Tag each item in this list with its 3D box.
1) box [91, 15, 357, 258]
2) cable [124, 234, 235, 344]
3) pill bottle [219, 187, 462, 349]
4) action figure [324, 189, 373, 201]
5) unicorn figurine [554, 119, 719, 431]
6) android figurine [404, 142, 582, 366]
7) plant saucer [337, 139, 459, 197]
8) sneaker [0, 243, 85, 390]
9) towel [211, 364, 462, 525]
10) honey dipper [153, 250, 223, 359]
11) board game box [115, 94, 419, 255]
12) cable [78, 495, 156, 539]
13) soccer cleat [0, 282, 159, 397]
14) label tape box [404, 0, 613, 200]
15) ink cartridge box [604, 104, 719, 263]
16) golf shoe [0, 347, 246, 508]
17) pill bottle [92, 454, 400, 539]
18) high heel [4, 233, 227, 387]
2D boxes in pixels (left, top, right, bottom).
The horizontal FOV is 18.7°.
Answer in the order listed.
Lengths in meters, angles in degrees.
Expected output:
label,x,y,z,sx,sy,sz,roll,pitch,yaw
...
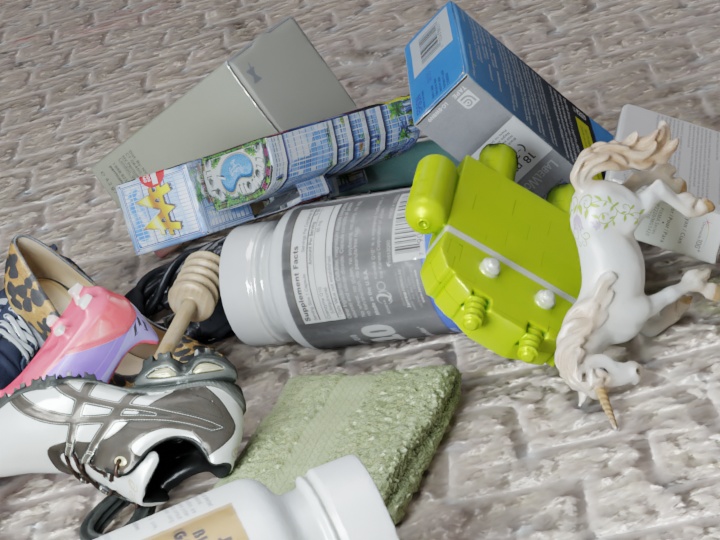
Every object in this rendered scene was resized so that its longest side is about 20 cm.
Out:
label,x,y,z,sx,sy,sz,roll,pitch,yaw
box,-0.123,-0.119,1.981,0.200,0.109,0.128,-33,7,37
cable,-0.133,0.023,1.828,0.163,0.051,0.200,-4,27,46
pill bottle,0.000,0.000,1.668,0.199,0.114,0.114,-8,23,25
action figure,-0.010,-0.036,1.798,0.199,0.055,0.118,-12,4,-27
unicorn figurine,0.183,0.006,1.502,0.137,0.201,0.074,-11,-10,-29
android figurine,0.110,-0.010,1.556,0.041,0.181,0.200,-53,10,37
plant saucer,0.044,-0.091,1.906,0.199,0.036,0.200,-10,2,0
sneaker,-0.274,0.046,1.798,0.108,0.070,0.200,-37,15,11
towel,-0.017,0.121,1.485,0.148,0.037,0.200,-7,23,24
honey dipper,-0.143,0.056,1.620,0.038,0.038,0.200,-9,32,23
board game box,-0.080,-0.072,1.740,0.199,0.062,0.200,-20,4,-34
cable,-0.146,0.145,1.555,0.096,0.051,0.200,-4,34,2
soccer cleat,-0.235,0.101,1.636,0.200,0.076,0.067,-52,24,1
label tape box,0.129,-0.107,1.737,0.063,0.200,0.144,-44,22,21
ink cartridge box,0.273,-0.058,1.661,0.175,0.045,0.200,16,23,4
golf shoe,-0.174,0.118,1.483,0.199,0.078,0.095,-15,52,11
pill bottle,-0.078,0.185,1.261,0.199,0.115,0.114,-22,21,-11
high heel,-0.191,0.036,1.687,0.199,0.143,0.071,-1,30,39
